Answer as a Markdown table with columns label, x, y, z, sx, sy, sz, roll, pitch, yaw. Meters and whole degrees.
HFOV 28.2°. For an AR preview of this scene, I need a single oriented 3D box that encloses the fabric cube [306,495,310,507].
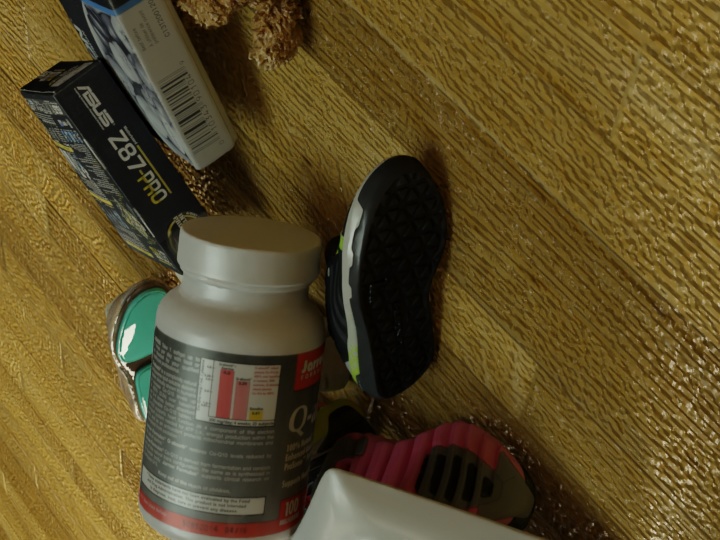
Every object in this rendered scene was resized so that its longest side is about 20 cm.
| label | x | y | z | sx | sy | sz | roll | pitch | yaw |
| --- | --- | --- | --- | --- | --- | --- | --- | --- | --- |
| fabric cube | -0.066 | 0.348 | 1.181 | 0.196 | 0.198 | 0.202 | 38 | 146 | 46 |

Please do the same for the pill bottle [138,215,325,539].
| label | x | y | z | sx | sy | sz | roll | pitch | yaw |
| --- | --- | --- | --- | --- | --- | --- | --- | --- | --- |
| pill bottle | -0.083 | 0.073 | 0.953 | 0.115 | 0.115 | 0.202 | 24 | 112 | 49 |

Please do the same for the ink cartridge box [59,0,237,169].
| label | x | y | z | sx | sy | sz | roll | pitch | yaw |
| --- | --- | --- | --- | --- | --- | --- | --- | --- | --- |
| ink cartridge box | -0.178 | -0.185 | 0.993 | 0.200 | 0.043 | 0.199 | 37 | 157 | 54 |

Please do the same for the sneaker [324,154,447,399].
| label | x | y | z | sx | sy | sz | roll | pitch | yaw |
| --- | --- | --- | --- | --- | --- | --- | --- | --- | --- |
| sneaker | 0.000 | 0.000 | 0.897 | 0.083 | 0.071 | 0.201 | 45 | 148 | 33 |

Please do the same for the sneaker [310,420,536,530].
| label | x | y | z | sx | sy | sz | roll | pitch | yaw |
| --- | --- | --- | --- | --- | --- | --- | --- | --- | --- |
| sneaker | 0.056 | 0.157 | 0.967 | 0.095 | 0.080 | 0.199 | 40 | 155 | -28 |

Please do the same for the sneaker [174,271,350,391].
| label | x | y | z | sx | sy | sz | roll | pitch | yaw |
| --- | --- | --- | --- | --- | --- | --- | --- | --- | --- |
| sneaker | -0.094 | 0.035 | 1.085 | 0.200 | 0.081 | 0.076 | 38 | 147 | 40 |

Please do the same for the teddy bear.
| label | x | y | z | sx | sy | sz | roll | pitch | yaw |
| --- | --- | --- | --- | --- | --- | --- | --- | --- | --- |
| teddy bear | -0.090 | -0.192 | 0.875 | 0.199 | 0.066 | 0.146 | 29 | 142 | 47 |

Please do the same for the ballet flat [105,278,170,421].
| label | x | y | z | sx | sy | sz | roll | pitch | yaw |
| --- | --- | --- | --- | --- | --- | --- | --- | --- | --- |
| ballet flat | -0.209 | 0.064 | 1.327 | 0.067 | 0.068 | 0.201 | 51 | 150 | 33 |

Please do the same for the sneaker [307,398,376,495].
| label | x | y | z | sx | sy | sz | roll | pitch | yaw |
| --- | --- | --- | --- | --- | --- | --- | --- | --- | --- |
| sneaker | -0.055 | 0.127 | 1.111 | 0.091 | 0.078 | 0.200 | 65 | 151 | 11 |

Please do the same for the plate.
| label | x | y | z | sx | sy | sz | roll | pitch | yaw |
| --- | --- | --- | --- | --- | --- | --- | --- | --- | --- |
| plate | 0.049 | 0.206 | 0.926 | 0.197 | 0.033 | 0.200 | 19 | 148 | -4 |

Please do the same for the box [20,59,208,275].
| label | x | y | z | sx | sy | sz | roll | pitch | yaw |
| --- | --- | --- | --- | --- | --- | --- | --- | --- | --- |
| box | -0.187 | -0.082 | 1.095 | 0.162 | 0.049 | 0.200 | 58 | 167 | -16 |

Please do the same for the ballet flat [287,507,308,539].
| label | x | y | z | sx | sy | sz | roll | pitch | yaw |
| --- | --- | --- | --- | --- | --- | --- | --- | --- | --- |
| ballet flat | -0.018 | 0.221 | 1.080 | 0.199 | 0.072 | 0.073 | -1 | 117 | 40 |
